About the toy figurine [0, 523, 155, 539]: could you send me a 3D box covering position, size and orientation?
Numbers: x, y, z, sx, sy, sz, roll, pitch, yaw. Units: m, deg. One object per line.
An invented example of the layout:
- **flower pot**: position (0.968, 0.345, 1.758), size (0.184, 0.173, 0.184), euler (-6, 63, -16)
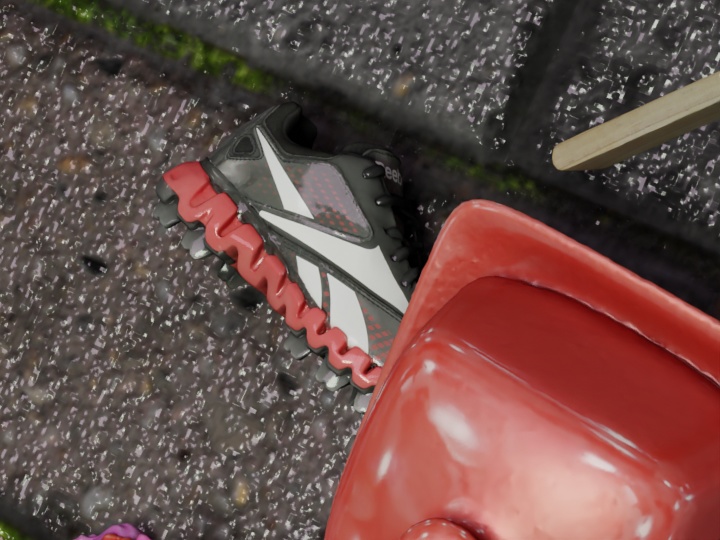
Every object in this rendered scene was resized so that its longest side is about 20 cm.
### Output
- **toy figurine**: position (-0.144, 0.176, 1.296), size (0.184, 0.150, 0.200), euler (-27, 39, 3)

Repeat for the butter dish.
- **butter dish**: position (0.062, 0.103, 1.141), size (0.200, 0.148, 0.200), euler (30, 116, 21)

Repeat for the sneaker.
- **sneaker**: position (0.000, 0.000, 1.283), size (0.098, 0.071, 0.200), euler (-45, 67, 0)

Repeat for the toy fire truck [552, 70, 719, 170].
- **toy fire truck**: position (0.199, -0.044, 1.137), size (0.200, 0.176, 0.129), euler (32, 92, 30)
